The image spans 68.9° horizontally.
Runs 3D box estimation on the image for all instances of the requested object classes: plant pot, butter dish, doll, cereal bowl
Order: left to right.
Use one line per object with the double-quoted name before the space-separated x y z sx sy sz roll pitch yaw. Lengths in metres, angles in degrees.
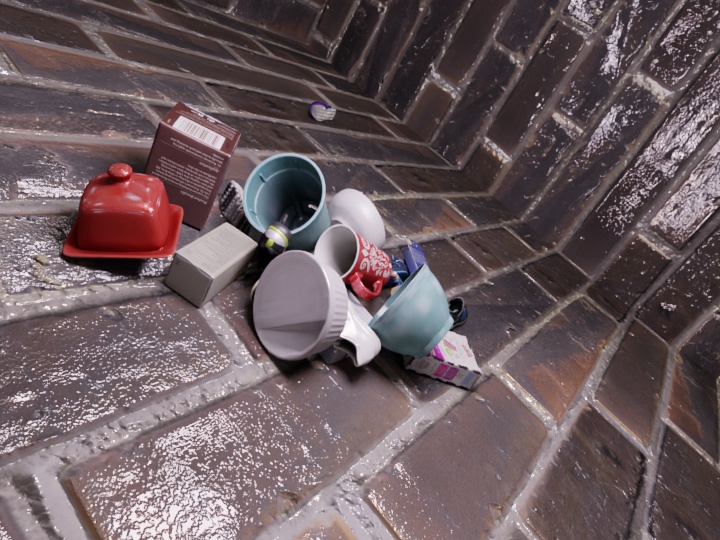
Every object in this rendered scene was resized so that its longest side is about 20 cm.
"butter dish" -0.443 -0.126 0.983 0.193 0.151 0.202 0 35 -13
"plant pot" -0.160 -0.145 1.277 0.200 0.201 0.197 42 -7 18
"cereal bowl" -0.027 -0.118 1.458 0.083 0.202 0.200 -35 67 -30
"doll" 0.116 0.065 1.373 0.139 0.048 0.200 59 6 6
"plant pot" 0.119 0.105 1.148 0.134 0.201 0.200 43 27 2

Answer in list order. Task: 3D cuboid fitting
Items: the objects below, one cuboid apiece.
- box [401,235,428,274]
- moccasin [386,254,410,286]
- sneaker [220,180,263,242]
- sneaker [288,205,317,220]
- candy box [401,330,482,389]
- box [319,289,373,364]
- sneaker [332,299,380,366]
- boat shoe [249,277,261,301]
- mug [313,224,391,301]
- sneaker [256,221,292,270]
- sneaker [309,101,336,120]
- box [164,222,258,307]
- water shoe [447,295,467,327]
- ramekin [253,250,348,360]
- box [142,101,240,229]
"box" 0.176 0.005 1.527 0.120 0.032 0.205 21 46 -60
"moccasin" 0.099 0.001 1.514 0.069 0.080 0.199 55 18 13
"sneaker" -0.292 -0.143 1.319 0.080 0.075 0.203 15 37 -49
"sneaker" -0.124 -0.134 1.480 0.084 0.078 0.201 8 36 -47
"candy box" 0.189 0.200 1.289 0.195 0.062 0.138 21 29 -22
"box" -0.049 0.119 1.180 0.156 0.042 0.198 47 30 22
"sneaker" -0.048 0.112 1.080 0.200 0.076 0.088 44 40 13
"boat shoe" -0.163 0.038 1.147 0.062 0.075 0.200 33 20 20
"mug" -0.010 -0.001 1.321 0.199 0.130 0.183 22 61 -57
"sneaker" -0.205 -0.034 1.139 0.071 0.201 0.084 33 62 2
"sneaker" -0.199 -0.745 2.429 0.098 0.071 0.199 33 21 16
"box" -0.301 -0.017 1.078 0.094 0.079 0.200 34 26 2
"water shoe" 0.283 0.113 1.520 0.071 0.080 0.199 38 27 12
"ramekin" -0.111 0.071 1.029 0.203 0.204 0.093 48 18 29
"box" -0.394 -0.243 1.212 0.162 0.203 0.166 23 27 -17
